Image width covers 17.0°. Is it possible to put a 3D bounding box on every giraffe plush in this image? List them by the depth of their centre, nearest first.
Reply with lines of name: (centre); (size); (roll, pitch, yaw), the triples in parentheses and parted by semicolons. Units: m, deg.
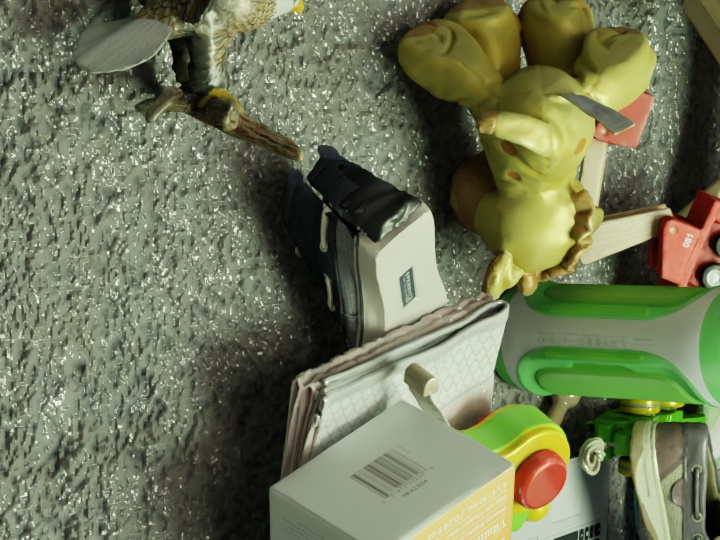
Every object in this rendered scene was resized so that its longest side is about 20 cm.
giraffe plush: (0.118, -0.075, 1.647); (0.172, 0.200, 0.163); (-9, 126, -17)

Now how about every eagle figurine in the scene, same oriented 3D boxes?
eagle figurine: (-0.074, -0.183, 1.431); (0.151, 0.151, 0.201); (-56, 160, -79)

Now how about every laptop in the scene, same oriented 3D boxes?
laptop: (0.186, 0.238, 1.720); (0.187, 0.116, 0.201); (-4, 98, -63)

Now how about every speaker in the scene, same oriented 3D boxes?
speaker: (0.188, 0.050, 1.683); (0.088, 0.200, 0.089); (-2, 93, -48)

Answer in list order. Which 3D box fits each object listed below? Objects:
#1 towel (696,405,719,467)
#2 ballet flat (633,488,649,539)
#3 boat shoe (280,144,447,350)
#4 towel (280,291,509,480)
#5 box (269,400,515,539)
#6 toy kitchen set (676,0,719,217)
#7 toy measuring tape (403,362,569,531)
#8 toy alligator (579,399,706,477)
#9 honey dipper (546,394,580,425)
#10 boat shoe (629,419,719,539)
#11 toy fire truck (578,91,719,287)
towel: (0.312, 0.055, 1.875); (0.149, 0.031, 0.200); (-48, 154, -29)
ballet flat: (0.249, 0.218, 1.857); (0.068, 0.067, 0.201); (2, 89, -50)
boat shoe: (0.000, 0.000, 1.572); (0.075, 0.093, 0.200); (-39, 150, -26)
towel: (0.020, 0.125, 1.580); (0.200, 0.032, 0.192); (-23, 131, -44)
box: (0.019, 0.206, 1.518); (0.124, 0.097, 0.201); (-31, 136, -37)
toy kitchen set: (0.264, -0.131, 1.860); (0.163, 0.180, 0.200); (10, 44, -51)
toy measuring tape: (0.090, 0.103, 1.575); (0.074, 0.073, 0.200); (-64, 144, -25)
toy alligator: (0.192, 0.121, 1.782); (0.200, 0.054, 0.060); (-8, 101, -56)
honey dipper: (0.115, 0.158, 1.730); (0.038, 0.038, 0.200); (51, 54, -36)
boat shoe: (0.249, 0.190, 1.755); (0.072, 0.065, 0.200); (-64, 139, -51)
toy fire truck: (0.207, -0.026, 1.790); (0.141, 0.049, 0.201); (21, 99, -12)
